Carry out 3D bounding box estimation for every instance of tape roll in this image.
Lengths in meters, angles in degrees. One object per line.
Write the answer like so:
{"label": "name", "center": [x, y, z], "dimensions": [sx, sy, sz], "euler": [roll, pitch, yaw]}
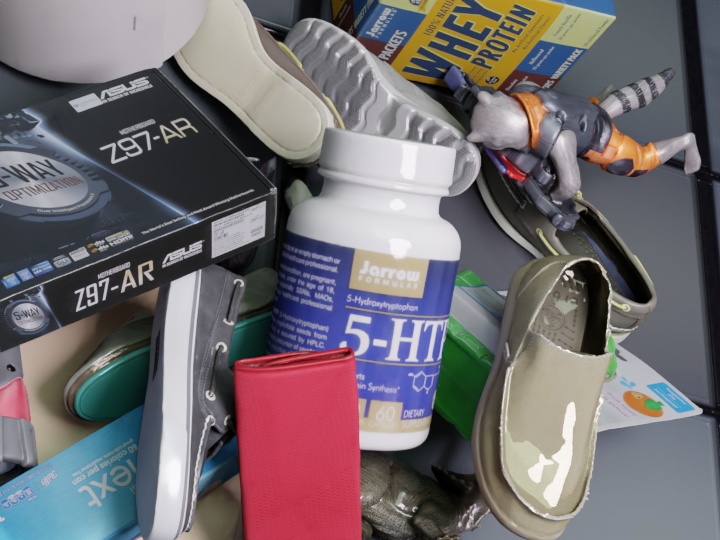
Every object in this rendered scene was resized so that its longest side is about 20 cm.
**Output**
{"label": "tape roll", "center": [-0.206, -0.258, 1.024], "dimensions": [0.202, 0.139, 0.203], "euler": [4, 61, -8]}

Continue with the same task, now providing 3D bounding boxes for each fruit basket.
{"label": "fruit basket", "center": [0.130, 0.058, 1.030], "dimensions": [0.199, 0.094, 0.185], "euler": [-8, 36, -36]}

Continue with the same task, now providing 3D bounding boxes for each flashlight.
{"label": "flashlight", "center": [-0.253, 0.044, 0.899], "dimensions": [0.068, 0.068, 0.201], "euler": [-20, 64, 7]}

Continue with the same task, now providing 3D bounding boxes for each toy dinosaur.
{"label": "toy dinosaur", "center": [0.017, 0.161, 0.968], "dimensions": [0.199, 0.077, 0.102], "euler": [13, 29, -8]}

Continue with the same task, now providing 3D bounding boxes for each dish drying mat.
{"label": "dish drying mat", "center": [-0.038, 0.137, 0.876], "dimensions": [0.076, 0.201, 0.018], "euler": [-8, 32, -12]}

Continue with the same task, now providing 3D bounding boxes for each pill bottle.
{"label": "pill bottle", "center": [0.004, 0.010, 0.937], "dimensions": [0.119, 0.120, 0.201], "euler": [6, 97, -23]}

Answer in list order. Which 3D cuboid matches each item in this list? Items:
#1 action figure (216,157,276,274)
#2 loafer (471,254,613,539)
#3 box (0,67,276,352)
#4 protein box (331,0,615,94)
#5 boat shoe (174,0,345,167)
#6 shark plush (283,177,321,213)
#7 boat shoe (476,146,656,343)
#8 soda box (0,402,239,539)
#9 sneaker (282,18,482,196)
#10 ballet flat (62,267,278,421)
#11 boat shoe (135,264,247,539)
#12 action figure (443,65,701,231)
{"label": "action figure", "center": [-0.167, -0.064, 1.002], "dimensions": [0.199, 0.069, 0.131], "euler": [14, 62, -15]}
{"label": "loafer", "center": [0.121, 0.072, 0.893], "dimensions": [0.075, 0.068, 0.201], "euler": [15, 62, -15]}
{"label": "box", "center": [-0.178, -0.047, 0.897], "dimensions": [0.200, 0.044, 0.160], "euler": [-23, 50, -28]}
{"label": "protein box", "center": [0.089, -0.276, 1.208], "dimensions": [0.199, 0.135, 0.199], "euler": [8, 59, -22]}
{"label": "boat shoe", "center": [-0.084, -0.155, 1.098], "dimensions": [0.200, 0.072, 0.059], "euler": [47, 8, 22]}
{"label": "shark plush", "center": [0.000, 0.000, 1.051], "dimensions": [0.083, 0.091, 0.201], "euler": [37, 40, -42]}
{"label": "boat shoe", "center": [0.171, -0.035, 1.155], "dimensions": [0.072, 0.060, 0.202], "euler": [-28, 77, -35]}
{"label": "soda box", "center": [-0.156, 0.139, 0.887], "dimensions": [0.200, 0.068, 0.064], "euler": [-29, 76, -36]}
{"label": "sneaker", "center": [0.016, -0.129, 1.143], "dimensions": [0.200, 0.075, 0.082], "euler": [42, 15, 9]}
{"label": "ballet flat", "center": [-0.126, 0.049, 0.969], "dimensions": [0.199, 0.068, 0.064], "euler": [-19, 44, -33]}
{"label": "boat shoe", "center": [-0.099, 0.078, 0.871], "dimensions": [0.066, 0.070, 0.201], "euler": [12, 48, -16]}
{"label": "action figure", "center": [0.157, -0.131, 1.129], "dimensions": [0.193, 0.105, 0.200], "euler": [-7, 47, -38]}
